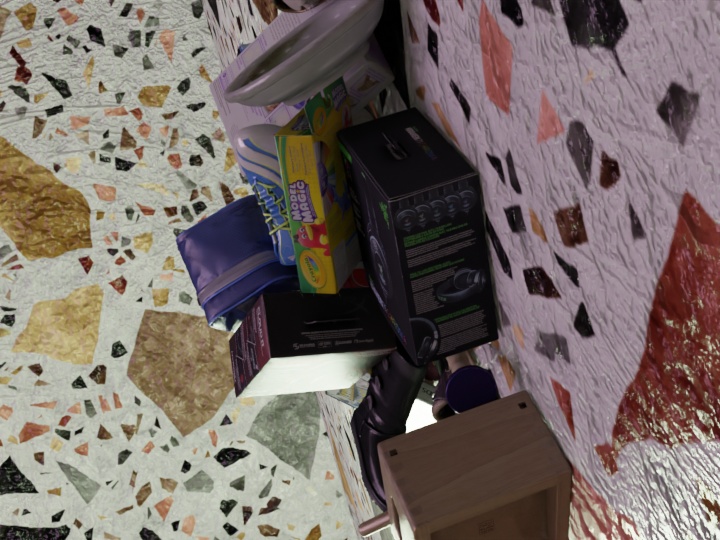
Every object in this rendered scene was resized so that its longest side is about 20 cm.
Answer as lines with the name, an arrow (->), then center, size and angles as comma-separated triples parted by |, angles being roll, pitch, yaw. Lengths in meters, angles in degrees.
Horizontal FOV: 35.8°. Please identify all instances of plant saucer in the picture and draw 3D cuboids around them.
plant saucer -> -0.046, -0.216, 1.124 | 0.050, 0.199, 0.200 | 54, 177, -17

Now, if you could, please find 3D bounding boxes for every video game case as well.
video game case -> 0.037, 0.166, 1.460 | 0.179, 0.026, 0.200 | 25, 159, 7

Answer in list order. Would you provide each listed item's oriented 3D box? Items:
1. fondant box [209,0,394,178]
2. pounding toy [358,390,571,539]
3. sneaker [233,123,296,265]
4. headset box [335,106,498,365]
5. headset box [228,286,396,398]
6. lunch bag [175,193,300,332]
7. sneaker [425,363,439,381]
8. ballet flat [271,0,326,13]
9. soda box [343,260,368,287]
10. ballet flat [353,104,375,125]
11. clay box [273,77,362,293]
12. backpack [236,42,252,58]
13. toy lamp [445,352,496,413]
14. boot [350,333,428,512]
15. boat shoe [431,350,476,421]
fondant box -> -0.070, -0.212, 1.254 | 0.058, 0.199, 0.146 | 18, -140, -48
pounding toy -> 0.093, 0.230, 1.100 | 0.202, 0.182, 0.143 | 81, 167, -46
sneaker -> -0.075, -0.072, 1.208 | 0.200, 0.075, 0.106 | 48, -149, -55
headset box -> 0.055, -0.043, 1.107 | 0.175, 0.092, 0.202 | -121, 17, -56
headset box -> -0.056, 0.080, 1.257 | 0.200, 0.146, 0.076 | 133, 130, -63
lunch bag -> -0.115, 0.009, 1.346 | 0.200, 0.135, 0.134 | 20, -135, -64
sneaker -> 0.052, 0.108, 1.429 | 0.200, 0.089, 0.076 | -167, 59, -80
ballet flat -> -0.040, -0.302, 1.139 | 0.199, 0.070, 0.072 | 2, 111, 63
soda box -> 0.000, 0.000, 1.380 | 0.070, 0.063, 0.201 | 87, 160, -54
ballet flat -> 0.008, -0.139, 1.332 | 0.202, 0.067, 0.067 | 64, 169, -14
clay box -> -0.039, -0.092, 1.161 | 0.115, 0.047, 0.203 | -54, -40, -58
backpack -> -0.079, -0.207, 1.447 | 0.184, 0.145, 0.202 | -116, 8, -53
toy lamp -> 0.095, 0.081, 1.161 | 0.200, 0.057, 0.059 | -102, -2, -69
boot -> 0.049, 0.164, 1.286 | 0.166, 0.065, 0.202 | 61, 145, 38
boat shoe -> 0.108, 0.146, 1.231 | 0.201, 0.064, 0.073 | -115, 10, -45
